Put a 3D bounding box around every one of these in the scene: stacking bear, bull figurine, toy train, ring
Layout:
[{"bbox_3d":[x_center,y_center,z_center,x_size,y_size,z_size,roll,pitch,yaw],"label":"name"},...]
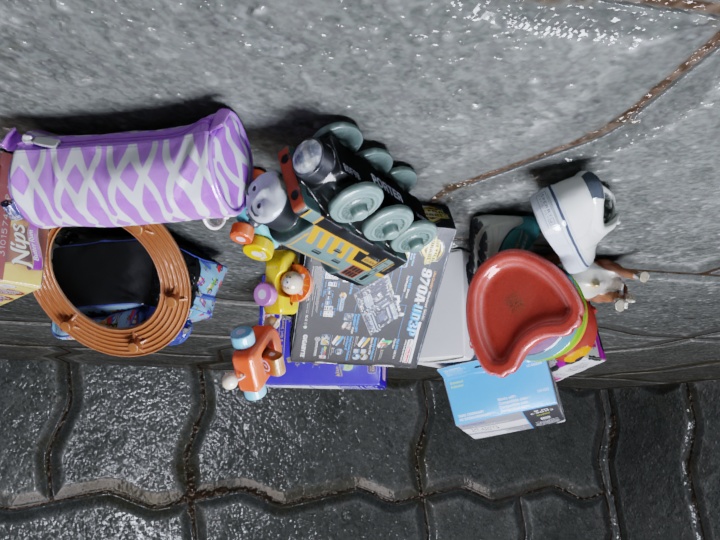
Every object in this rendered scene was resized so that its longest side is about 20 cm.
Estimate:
[{"bbox_3d":[0.205,0.052,0.759,0.121,0.116,0.198,-38,150,22],"label":"stacking bear"},{"bbox_3d":[0.273,0.013,0.899,0.194,0.067,0.121,-1,-170,-14],"label":"bull figurine"},{"bbox_3d":[-0.086,0.011,0.645,0.054,0.206,0.151,2,-156,19],"label":"toy train"},{"bbox_3d":[-0.011,-0.049,0.595,0.112,0.087,0.199,-31,154,21],"label":"toy train"},{"bbox_3d":[-0.273,0.007,0.726,0.194,0.206,0.019,-2,-154,12],"label":"ring"}]

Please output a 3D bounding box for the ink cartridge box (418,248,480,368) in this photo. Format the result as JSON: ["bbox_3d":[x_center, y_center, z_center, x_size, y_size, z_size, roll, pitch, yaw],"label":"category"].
[{"bbox_3d":[0.158,0.066,0.974,0.083,0.151,0.198,-10,163,36],"label":"ink cartridge box"}]

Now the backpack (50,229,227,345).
[{"bbox_3d":[-0.273,0.028,0.886,0.177,0.139,0.199,-4,169,22],"label":"backpack"}]

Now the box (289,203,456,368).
[{"bbox_3d":[0.007,0.019,0.762,0.154,0.047,0.204,3,126,-11],"label":"box"}]

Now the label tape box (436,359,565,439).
[{"bbox_3d":[0.197,0.175,0.942,0.140,0.065,0.200,-15,154,16],"label":"label tape box"}]

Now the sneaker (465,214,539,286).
[{"bbox_3d":[0.171,0.007,0.820,0.077,0.079,0.202,-10,147,-2],"label":"sneaker"}]

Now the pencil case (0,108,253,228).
[{"bbox_3d":[-0.184,-0.082,0.550,0.194,0.085,0.087,-3,130,11],"label":"pencil case"}]

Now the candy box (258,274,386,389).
[{"bbox_3d":[-0.057,0.094,1.057,0.194,0.174,0.077,-1,164,11],"label":"candy box"}]

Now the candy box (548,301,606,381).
[{"bbox_3d":[0.265,0.105,1.055,0.060,0.140,0.199,10,148,-33],"label":"candy box"}]

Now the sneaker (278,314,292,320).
[{"bbox_3d":[-0.019,0.015,0.823,0.198,0.075,0.082,-31,-167,36],"label":"sneaker"}]

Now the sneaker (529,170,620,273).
[{"bbox_3d":[0.224,-0.045,0.681,0.069,0.075,0.199,-22,166,20],"label":"sneaker"}]

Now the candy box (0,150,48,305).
[{"bbox_3d":[-0.367,-0.030,0.684,0.055,0.120,0.197,12,163,-39],"label":"candy box"}]

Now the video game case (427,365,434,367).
[{"bbox_3d":[0.117,0.076,1.054,0.018,0.147,0.198,26,-175,38],"label":"video game case"}]
